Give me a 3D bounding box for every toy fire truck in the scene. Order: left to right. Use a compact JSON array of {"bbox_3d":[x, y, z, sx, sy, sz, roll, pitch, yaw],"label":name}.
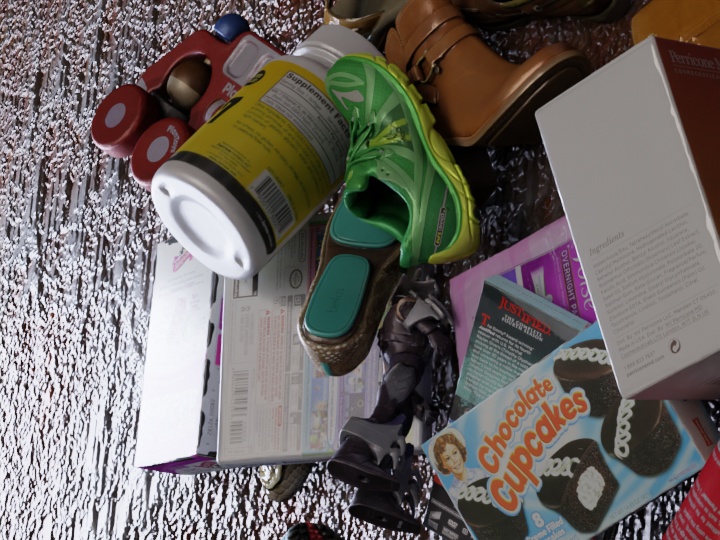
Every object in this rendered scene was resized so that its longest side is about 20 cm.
[{"bbox_3d":[-0.130,-0.137,1.913,0.168,0.112,0.200,-52,42,1],"label":"toy fire truck"}]

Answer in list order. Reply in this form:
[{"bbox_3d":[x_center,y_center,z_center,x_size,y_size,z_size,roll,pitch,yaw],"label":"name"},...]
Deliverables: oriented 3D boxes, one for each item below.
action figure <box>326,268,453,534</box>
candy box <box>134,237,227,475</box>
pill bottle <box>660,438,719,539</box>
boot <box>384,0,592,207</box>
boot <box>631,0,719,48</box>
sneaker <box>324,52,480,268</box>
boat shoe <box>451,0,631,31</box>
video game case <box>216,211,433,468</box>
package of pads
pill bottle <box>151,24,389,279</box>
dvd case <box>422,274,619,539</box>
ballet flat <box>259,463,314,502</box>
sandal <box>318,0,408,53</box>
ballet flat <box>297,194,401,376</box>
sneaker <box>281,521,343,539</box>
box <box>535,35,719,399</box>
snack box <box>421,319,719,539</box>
[{"bbox_3d":[0.031,0.086,1.601,0.131,0.069,0.201,86,-164,-52],"label":"action figure"},{"bbox_3d":[-0.131,0.067,1.856,0.136,0.061,0.202,-16,66,60],"label":"candy box"},{"bbox_3d":[0.241,0.181,1.347,0.112,0.112,0.201,45,113,47],"label":"pill bottle"},{"bbox_3d":[0.090,-0.155,1.655,0.200,0.076,0.156,-53,50,52],"label":"boot"},{"bbox_3d":[0.243,-0.208,1.498,0.143,0.071,0.203,-25,66,36],"label":"boot"},{"bbox_3d":[0.018,-0.085,1.632,0.201,0.083,0.074,59,161,32],"label":"sneaker"},{"bbox_3d":[0.117,-0.226,1.663,0.199,0.068,0.073,2,81,52],"label":"boat shoe"},{"bbox_3d":[-0.028,0.052,1.733,0.181,0.022,0.202,-6,72,25],"label":"video game case"},{"bbox_3d":[0.150,0.030,1.535,0.199,0.075,0.121,-29,60,42],"label":"package of pads"},{"bbox_3d":[-0.062,-0.098,1.739,0.114,0.115,0.200,6,45,51],"label":"pill bottle"},{"bbox_3d":[0.123,0.122,1.502,0.145,0.022,0.201,28,120,31],"label":"dvd case"},{"bbox_3d":[-0.053,0.088,1.784,0.067,0.046,0.202,15,90,52],"label":"ballet flat"},{"bbox_3d":[0.003,-0.219,1.794,0.200,0.054,0.081,-35,50,57],"label":"sandal"},{"bbox_3d":[0.000,0.000,1.675,0.070,0.066,0.201,14,51,17],"label":"ballet flat"},{"bbox_3d":[-0.034,0.300,1.685,0.096,0.079,0.201,-51,35,40],"label":"sneaker"},{"bbox_3d":[0.220,-0.029,1.385,0.106,0.152,0.201,-31,67,40],"label":"box"},{"bbox_3d":[0.139,0.118,1.449,0.200,0.037,0.117,-39,76,39],"label":"snack box"}]
